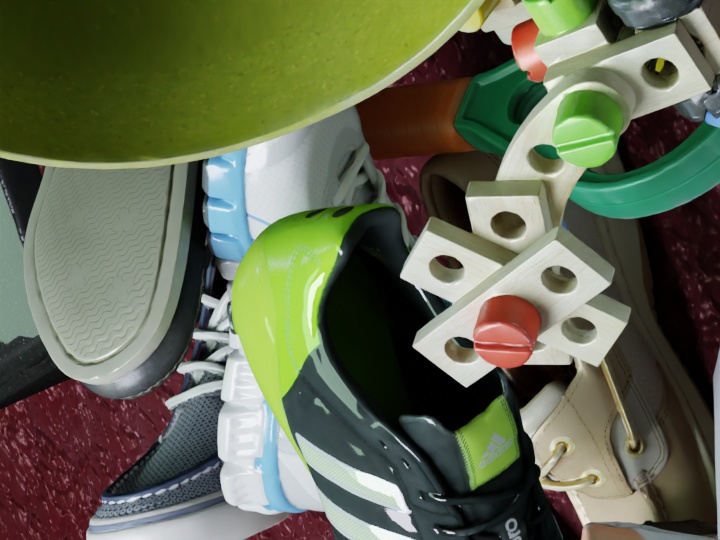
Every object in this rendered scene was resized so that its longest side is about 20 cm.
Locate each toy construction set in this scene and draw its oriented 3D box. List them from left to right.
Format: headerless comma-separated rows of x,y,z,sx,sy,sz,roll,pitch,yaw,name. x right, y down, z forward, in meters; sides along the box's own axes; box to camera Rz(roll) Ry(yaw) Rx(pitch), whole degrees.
0.059,-0.068,0.800,0.131,0.200,0.092,-19,137,31,toy construction set

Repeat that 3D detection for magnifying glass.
0.053,-0.051,0.892,0.200,0.080,0.022,-2,148,45,magnifying glass

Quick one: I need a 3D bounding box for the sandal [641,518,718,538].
0.083,0.118,0.904,0.201,0.080,0.057,-30,103,31,sandal

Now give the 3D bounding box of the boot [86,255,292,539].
-0.049,0.041,1.038,0.073,0.200,0.090,-11,100,27,boot

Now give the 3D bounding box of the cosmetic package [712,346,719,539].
0.131,0.042,0.755,0.200,0.052,0.151,-83,-3,-49,cosmetic package

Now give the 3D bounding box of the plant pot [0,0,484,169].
-0.067,-0.163,0.767,0.187,0.187,0.200,110,150,-51,plant pot

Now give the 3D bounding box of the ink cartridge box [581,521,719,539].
0.067,0.181,0.696,0.200,0.050,0.162,-76,-6,-66,ink cartridge box

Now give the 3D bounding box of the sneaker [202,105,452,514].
0.000,0.000,0.912,0.087,0.075,0.200,10,130,17,sneaker

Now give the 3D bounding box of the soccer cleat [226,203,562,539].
0.027,0.071,0.837,0.200,0.067,0.081,60,151,-5,soccer cleat

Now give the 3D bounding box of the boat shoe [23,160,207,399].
-0.070,-0.027,0.946,0.068,0.072,0.200,46,-157,-34,boat shoe

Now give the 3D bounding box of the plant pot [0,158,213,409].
-0.141,-0.042,1.142,0.177,0.200,0.200,-11,100,51,plant pot

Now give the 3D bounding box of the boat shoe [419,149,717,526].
0.070,0.042,0.954,0.074,0.069,0.200,-13,98,61,boat shoe
